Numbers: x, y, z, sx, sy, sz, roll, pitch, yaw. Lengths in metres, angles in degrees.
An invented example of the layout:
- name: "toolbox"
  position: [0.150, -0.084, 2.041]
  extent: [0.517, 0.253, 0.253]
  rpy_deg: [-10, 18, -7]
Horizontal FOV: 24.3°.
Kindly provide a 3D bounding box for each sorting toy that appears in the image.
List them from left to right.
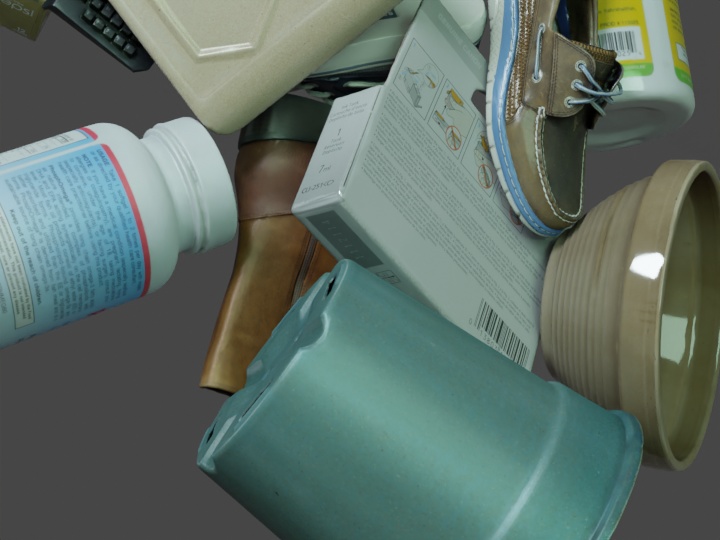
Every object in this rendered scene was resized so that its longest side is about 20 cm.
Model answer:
- name: "sorting toy"
  position: [-0.073, -0.212, 1.009]
  extent: [0.185, 0.036, 0.200]
  rpy_deg: [-38, 93, 6]

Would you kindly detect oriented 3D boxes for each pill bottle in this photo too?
- name: "pill bottle"
  position: [-0.180, -0.023, 0.995]
  extent: [0.199, 0.109, 0.109]
  rpy_deg: [-20, 81, -23]
- name: "pill bottle"
  position: [0.163, -0.194, 1.165]
  extent: [0.111, 0.111, 0.201]
  rpy_deg: [-1, 74, -19]

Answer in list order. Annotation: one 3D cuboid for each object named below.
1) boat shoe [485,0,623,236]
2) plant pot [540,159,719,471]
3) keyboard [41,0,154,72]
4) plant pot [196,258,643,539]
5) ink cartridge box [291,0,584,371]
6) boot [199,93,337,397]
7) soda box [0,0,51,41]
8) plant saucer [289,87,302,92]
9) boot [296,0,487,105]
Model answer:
- name: "boat shoe"
  position: [0.125, -0.124, 1.063]
  extent: [0.072, 0.072, 0.201]
  rpy_deg: [2, 80, -51]
- name: "plant pot"
  position: [0.175, 0.027, 1.089]
  extent: [0.092, 0.201, 0.202]
  rpy_deg: [4, 67, 24]
- name: "keyboard"
  position: [-0.138, -0.234, 1.058]
  extent: [0.127, 0.021, 0.200]
  rpy_deg: [36, 64, -15]
- name: "plant pot"
  position: [0.024, 0.109, 0.970]
  extent: [0.196, 0.200, 0.201]
  rpy_deg: [36, 66, -8]
- name: "ink cartridge box"
  position: [0.056, -0.045, 1.054]
  extent: [0.200, 0.045, 0.177]
  rpy_deg: [47, 48, -33]
- name: "boot"
  position: [0.000, 0.000, 1.076]
  extent: [0.188, 0.068, 0.201]
  rpy_deg: [13, 75, -27]
- name: "soda box"
  position: [-0.197, -0.255, 1.085]
  extent: [0.068, 0.064, 0.201]
  rpy_deg: [25, 68, -10]
- name: "plant saucer"
  position: [-0.072, -0.219, 1.125]
  extent: [0.199, 0.050, 0.201]
  rpy_deg: [5, 73, -17]
- name: "boot"
  position: [-0.017, -0.131, 1.090]
  extent: [0.199, 0.091, 0.073]
  rpy_deg: [-5, 49, -11]
